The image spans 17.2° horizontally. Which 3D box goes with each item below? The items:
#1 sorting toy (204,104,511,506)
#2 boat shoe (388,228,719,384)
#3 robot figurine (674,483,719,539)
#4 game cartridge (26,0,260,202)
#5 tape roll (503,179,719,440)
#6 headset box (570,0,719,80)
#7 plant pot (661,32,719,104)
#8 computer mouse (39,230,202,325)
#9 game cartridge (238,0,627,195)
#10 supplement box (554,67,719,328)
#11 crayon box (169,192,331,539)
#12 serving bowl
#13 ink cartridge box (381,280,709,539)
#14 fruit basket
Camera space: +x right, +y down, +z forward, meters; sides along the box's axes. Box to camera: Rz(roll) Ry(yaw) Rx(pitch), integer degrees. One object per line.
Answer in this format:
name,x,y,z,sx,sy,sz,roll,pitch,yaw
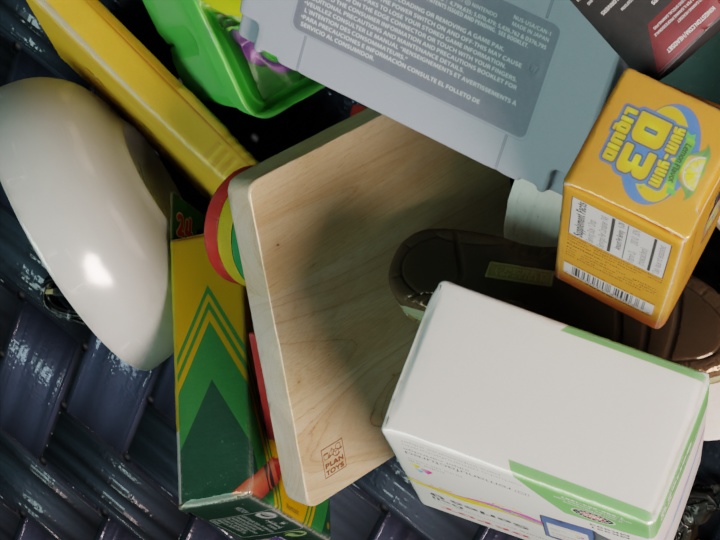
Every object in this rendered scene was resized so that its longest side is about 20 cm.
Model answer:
sorting toy,0.000,0.000,1.379,0.070,0.200,0.199,14,122,43
boat shoe,0.117,0.027,1.306,0.200,0.072,0.076,17,156,23
robot figurine,0.251,0.181,1.381,0.200,0.058,0.145,-27,96,42
game cartridge,-0.118,-0.096,1.456,0.200,0.032,0.176,43,174,7
tape roll,0.182,-0.009,1.319,0.202,0.071,0.202,18,124,29
headset box,0.135,-0.193,1.059,0.200,0.077,0.149,48,130,3
plant pot,0.207,-0.157,1.173,0.200,0.134,0.200,19,125,29
computer mouse,-0.150,0.012,1.608,0.200,0.034,0.059,-11,108,41
game cartridge,0.040,-0.133,1.182,0.200,0.040,0.133,28,129,14
supplement box,0.136,-0.031,1.135,0.069,0.067,0.200,27,170,7
crayon box,-0.068,0.059,1.454,0.051,0.127,0.200,-11,69,18
serving bowl,-0.153,-0.040,1.481,0.066,0.200,0.200,-29,97,8
ink cartridge box,0.101,0.090,1.253,0.145,0.088,0.200,19,169,11
fruit basket,-0.056,-0.195,1.334,0.216,0.156,0.216,34,141,33
